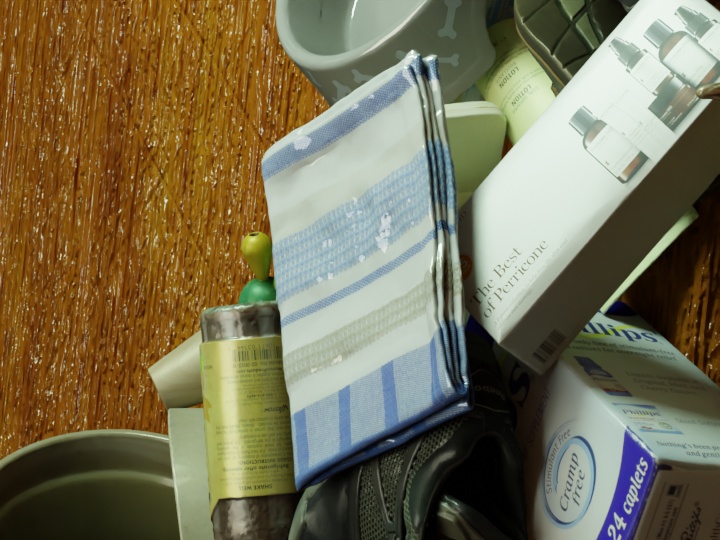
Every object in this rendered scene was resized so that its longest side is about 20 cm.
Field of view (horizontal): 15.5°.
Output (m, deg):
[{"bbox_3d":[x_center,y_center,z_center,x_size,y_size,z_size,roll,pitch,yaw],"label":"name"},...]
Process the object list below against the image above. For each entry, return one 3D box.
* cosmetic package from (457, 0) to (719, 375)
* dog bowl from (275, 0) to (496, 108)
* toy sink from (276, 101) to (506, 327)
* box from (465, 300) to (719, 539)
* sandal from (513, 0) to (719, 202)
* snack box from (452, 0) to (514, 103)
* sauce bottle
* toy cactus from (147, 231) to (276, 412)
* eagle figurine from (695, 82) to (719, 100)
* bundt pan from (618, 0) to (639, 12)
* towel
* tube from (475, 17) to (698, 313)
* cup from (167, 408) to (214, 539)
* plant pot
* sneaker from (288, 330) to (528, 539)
[{"bbox_3d":[0.125,-0.051,1.363,0.200,0.051,0.083,-50,47,6],"label":"cosmetic package"},{"bbox_3d":[0.028,-0.185,1.590,0.200,0.059,0.201,-32,42,33],"label":"dog bowl"},{"bbox_3d":[0.031,0.021,1.521,0.112,0.129,0.201,-121,31,-46],"label":"toy sink"},{"bbox_3d":[0.121,0.135,1.415,0.200,0.104,0.185,46,124,54],"label":"box"},{"bbox_3d":[0.143,-0.100,1.463,0.055,0.081,0.201,94,152,-47],"label":"sandal"},{"bbox_3d":[0.047,-0.103,1.650,0.116,0.037,0.201,40,120,55],"label":"snack box"},{"bbox_3d":[-0.056,0.119,1.494,0.065,0.064,0.202,-11,80,59],"label":"sauce bottle"},{"bbox_3d":[-0.057,0.030,1.653,0.103,0.164,0.200,63,174,11],"label":"toy cactus"},{"bbox_3d":[0.249,-0.169,1.205,0.150,0.152,0.201,28,134,20],"label":"eagle figurine"},{"bbox_3d":[0.151,-0.245,1.422,0.201,0.075,0.204,-22,62,48],"label":"bundt pan"},{"bbox_3d":[0.000,0.000,1.398,0.147,0.024,0.202,-29,58,44],"label":"towel"},{"bbox_3d":[0.122,-0.068,1.503,0.058,0.052,0.201,96,155,-43],"label":"tube"},{"bbox_3d":[-0.036,0.175,1.617,0.200,0.142,0.202,172,90,-88],"label":"cup"},{"bbox_3d":[-0.178,0.238,1.870,0.200,0.199,0.175,-133,39,-53],"label":"plant pot"},{"bbox_3d":[0.025,0.140,1.401,0.200,0.076,0.115,-58,32,29],"label":"sneaker"}]
